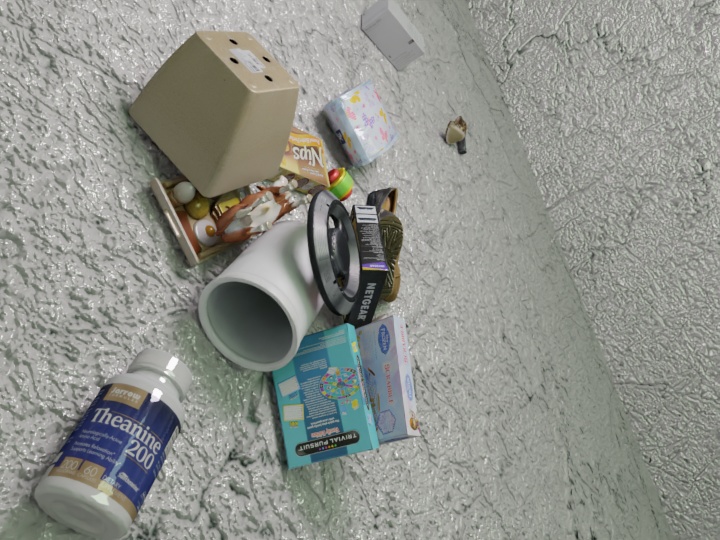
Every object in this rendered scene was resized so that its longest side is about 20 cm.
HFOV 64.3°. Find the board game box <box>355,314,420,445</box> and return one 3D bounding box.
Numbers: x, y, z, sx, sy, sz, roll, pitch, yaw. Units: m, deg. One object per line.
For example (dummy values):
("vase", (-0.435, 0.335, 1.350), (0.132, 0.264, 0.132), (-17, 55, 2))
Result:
("board game box", (0.003, 0.206, 1.009), (0.041, 0.197, 0.205), (21, 55, -47))

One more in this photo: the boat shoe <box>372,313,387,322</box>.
("boat shoe", (0.022, 0.152, 1.190), (0.058, 0.066, 0.200), (59, 30, -4))

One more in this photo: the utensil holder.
("utensil holder", (-0.140, 0.032, 0.935), (0.171, 0.168, 0.201), (55, 33, -17))

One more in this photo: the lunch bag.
("lunch bag", (-0.004, -0.355, 1.398), (0.172, 0.125, 0.201), (59, 24, -16))

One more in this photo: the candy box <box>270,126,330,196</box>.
("candy box", (-0.151, -0.237, 1.176), (0.198, 0.055, 0.118), (14, 60, -52))

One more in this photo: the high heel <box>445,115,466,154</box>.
("high heel", (0.332, -0.514, 2.011), (0.200, 0.070, 0.146), (36, 48, -62))

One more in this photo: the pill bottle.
("pill bottle", (-0.280, 0.198, 0.685), (0.111, 0.110, 0.202), (48, 38, -26))

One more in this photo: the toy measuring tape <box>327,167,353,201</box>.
("toy measuring tape", (-0.057, -0.165, 1.257), (0.074, 0.073, 0.202), (47, 38, -28))

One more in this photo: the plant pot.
("plant pot", (-0.216, -0.272, 0.939), (0.200, 0.178, 0.199), (46, 33, 6))

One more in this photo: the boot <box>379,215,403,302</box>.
("boot", (0.060, -0.019, 1.245), (0.200, 0.065, 0.180), (16, 86, -81))

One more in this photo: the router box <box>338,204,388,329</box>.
("router box", (0.000, 0.000, 1.118), (0.051, 0.202, 0.160), (1, 50, -13))

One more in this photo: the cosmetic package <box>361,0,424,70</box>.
("cosmetic package", (0.103, -0.738, 1.786), (0.198, 0.111, 0.083), (31, 47, -40))

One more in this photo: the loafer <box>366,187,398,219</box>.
("loafer", (0.054, -0.122, 1.389), (0.072, 0.071, 0.204), (35, 46, -41))

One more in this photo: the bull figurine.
("bull figurine", (-0.157, -0.107, 0.960), (0.066, 0.120, 0.200), (60, 40, -18))

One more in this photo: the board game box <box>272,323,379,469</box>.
("board game box", (-0.064, 0.208, 0.953), (0.047, 0.148, 0.205), (33, 42, -71))

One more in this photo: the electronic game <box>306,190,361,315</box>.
("electronic game", (-0.042, -0.028, 0.930), (0.200, 0.041, 0.205), (-9, 90, -74))

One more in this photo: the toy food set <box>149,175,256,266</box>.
("toy food set", (-0.245, -0.106, 0.960), (0.199, 0.060, 0.146), (-36, 101, -56))
